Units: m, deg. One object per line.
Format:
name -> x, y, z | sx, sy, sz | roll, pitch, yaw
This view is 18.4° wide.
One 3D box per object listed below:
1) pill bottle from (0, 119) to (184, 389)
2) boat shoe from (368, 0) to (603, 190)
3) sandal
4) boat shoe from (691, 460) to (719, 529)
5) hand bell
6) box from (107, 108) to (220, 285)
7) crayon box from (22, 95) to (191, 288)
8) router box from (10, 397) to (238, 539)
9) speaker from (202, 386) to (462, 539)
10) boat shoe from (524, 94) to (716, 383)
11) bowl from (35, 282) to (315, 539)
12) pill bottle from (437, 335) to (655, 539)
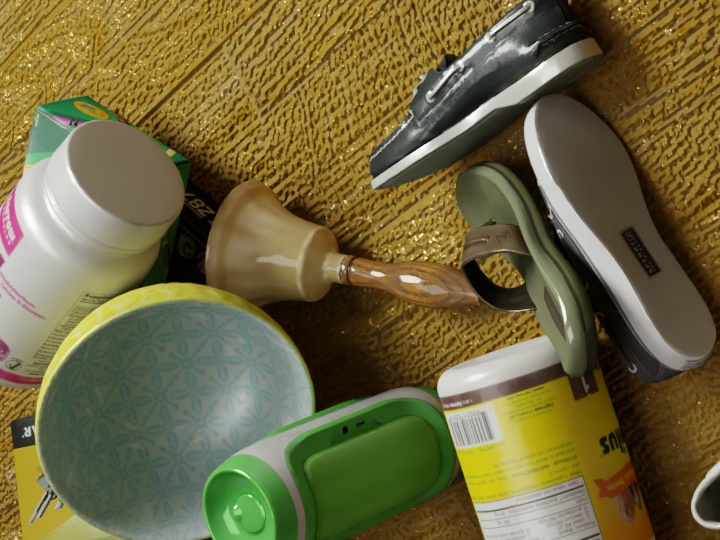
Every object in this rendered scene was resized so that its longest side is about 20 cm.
pill bottle -> -0.216, -0.012, 1.611 | 0.113, 0.113, 0.200 | 55, 130, 16
boat shoe -> 0.074, -0.119, 1.480 | 0.200, 0.076, 0.060 | -32, 81, 32
sandal -> 0.097, -0.003, 1.449 | 0.201, 0.057, 0.080 | -117, 10, -51
boat shoe -> 0.283, 0.113, 1.354 | 0.200, 0.065, 0.074 | -43, 72, 43
hand bell -> 0.000, 0.000, 1.595 | 0.200, 0.104, 0.104 | 10, 110, 28
box -> -0.174, -0.009, 1.765 | 0.200, 0.049, 0.161 | 40, 129, 25
crayon box -> -0.207, -0.019, 1.718 | 0.119, 0.058, 0.200 | 32, 122, 30
router box -> -0.168, 0.173, 1.709 | 0.200, 0.052, 0.157 | -16, 73, 25
speaker -> -0.015, 0.142, 1.553 | 0.088, 0.200, 0.089 | 15, 113, 40
boat shoe -> 0.157, -0.016, 1.439 | 0.200, 0.070, 0.066 | 58, 142, 10
bowl -> -0.138, 0.085, 1.605 | 0.108, 0.200, 0.200 | -113, 29, -61
pill bottle -> 0.130, 0.148, 1.481 | 0.109, 0.109, 0.200 | -17, 91, 45
